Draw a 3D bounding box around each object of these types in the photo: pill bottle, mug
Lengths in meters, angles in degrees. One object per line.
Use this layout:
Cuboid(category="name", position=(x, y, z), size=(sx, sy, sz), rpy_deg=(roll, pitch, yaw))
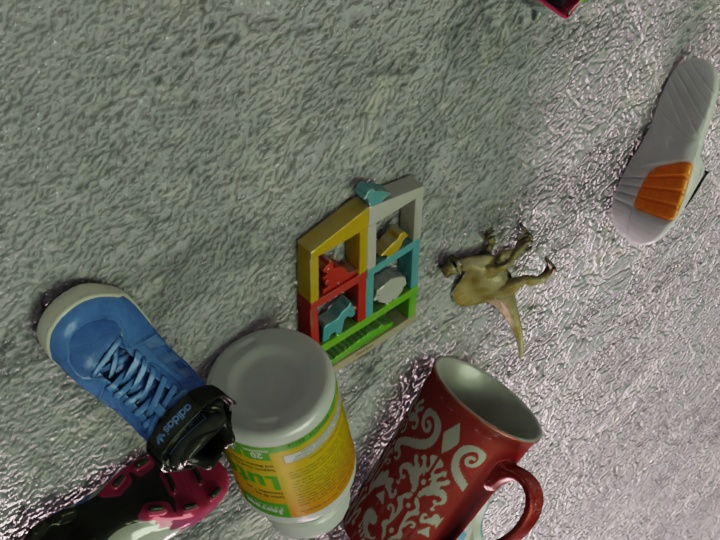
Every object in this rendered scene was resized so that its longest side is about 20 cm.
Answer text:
Cuboid(category="pill bottle", position=(-0.063, 0.151, 1.315), size=(0.111, 0.111, 0.201), rpy_deg=(-38, 146, -19))
Cuboid(category="mug", position=(0.081, 0.217, 1.519), size=(0.132, 0.178, 0.201), rpy_deg=(26, 109, -24))

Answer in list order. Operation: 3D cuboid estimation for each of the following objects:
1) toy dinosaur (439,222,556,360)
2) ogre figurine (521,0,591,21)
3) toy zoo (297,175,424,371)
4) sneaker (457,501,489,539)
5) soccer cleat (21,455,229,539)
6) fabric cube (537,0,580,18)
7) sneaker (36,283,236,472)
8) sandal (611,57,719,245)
Cuboid(category="toy dinosaur", position=(0.139, 0.008, 1.492), size=(0.101, 0.058, 0.200), rpy_deg=(-38, 141, 8))
Cuboid(category="ogre figurine", position=(0.164, -0.285, 1.171), size=(0.120, 0.098, 0.201), rpy_deg=(-43, 160, -32))
Cuboid(category="toy zoo", position=(0.000, 0.000, 1.325), size=(0.130, 0.020, 0.202), rpy_deg=(-31, 143, -28))
Cuboid(category="sneaker", position=(0.096, 0.302, 1.711), size=(0.080, 0.077, 0.202), rpy_deg=(-23, 134, -23))
Cuboid(category="soccer cleat", position=(-0.203, 0.213, 1.259), size=(0.198, 0.070, 0.087), rpy_deg=(-21, 154, -35))
Cuboid(category="fabric cube", position=(0.072, -0.312, 0.932), size=(0.197, 0.199, 0.199), rpy_deg=(-56, 148, 11))
Cuboid(category="sneaker", position=(-0.158, 0.088, 1.132), size=(0.077, 0.111, 0.200), rpy_deg=(-45, 147, -7))
Cuboid(category="sandal", position=(0.333, -0.120, 1.563), size=(0.059, 0.079, 0.209), rpy_deg=(-5, 125, -45))
